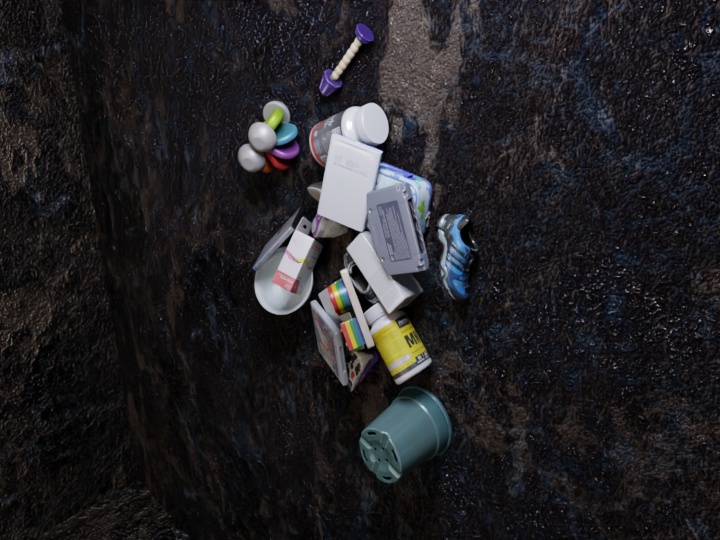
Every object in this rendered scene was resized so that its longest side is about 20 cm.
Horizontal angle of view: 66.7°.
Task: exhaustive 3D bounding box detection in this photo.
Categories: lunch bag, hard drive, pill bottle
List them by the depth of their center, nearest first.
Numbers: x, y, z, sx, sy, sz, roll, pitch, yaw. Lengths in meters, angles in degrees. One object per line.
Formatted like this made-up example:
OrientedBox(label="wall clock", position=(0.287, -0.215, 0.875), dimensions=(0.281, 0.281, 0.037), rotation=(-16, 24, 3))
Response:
OrientedBox(label="hard drive", position=(-0.028, -0.211, 1.326), dimensions=(0.128, 0.025, 0.206), rotation=(22, 121, 12))
OrientedBox(label="lunch bag", position=(0.081, -0.168, 1.336), dimensions=(0.197, 0.081, 0.166), rotation=(26, 123, 37))
OrientedBox(label="pill bottle", position=(-0.029, -0.337, 1.362), dimensions=(0.196, 0.114, 0.120), rotation=(-9, 99, 46))
OrientedBox(label="pill bottle", position=(0.093, 0.180, 1.428), dimensions=(0.114, 0.112, 0.204), rotation=(-39, 77, 45))

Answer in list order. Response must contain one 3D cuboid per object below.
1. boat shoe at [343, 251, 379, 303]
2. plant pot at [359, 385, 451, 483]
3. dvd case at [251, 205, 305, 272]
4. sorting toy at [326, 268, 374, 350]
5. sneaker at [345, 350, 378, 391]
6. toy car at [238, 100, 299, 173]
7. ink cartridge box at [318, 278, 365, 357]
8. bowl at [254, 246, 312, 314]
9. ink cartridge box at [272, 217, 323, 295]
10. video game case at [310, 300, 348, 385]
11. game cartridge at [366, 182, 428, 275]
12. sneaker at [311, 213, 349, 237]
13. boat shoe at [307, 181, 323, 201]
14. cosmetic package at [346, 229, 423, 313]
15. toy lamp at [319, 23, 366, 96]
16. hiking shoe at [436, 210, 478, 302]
OrientedBox(label="boat shoe", position=(0.000, 0.000, 1.450), dimensions=(0.072, 0.071, 0.201), rotation=(-43, 45, 7))
OrientedBox(label="plant pot", position=(0.110, 0.443, 1.449), dimensions=(0.196, 0.193, 0.208), rotation=(19, 119, 39))
OrientedBox(label="dvd case", position=(-0.242, -0.096, 1.623), dimensions=(0.017, 0.144, 0.199), rotation=(38, 118, -16))
OrientedBox(label="sorting toy", position=(-0.030, 0.114, 1.432), dimensions=(0.200, 0.067, 0.205), rotation=(88, 161, -83))
OrientedBox(label="sneaker", position=(0.004, 0.291, 1.594), dimensions=(0.201, 0.081, 0.083), rotation=(123, 133, -57))
OrientedBox(label="toy car", position=(-0.249, -0.364, 1.568), dimensions=(0.147, 0.178, 0.200), rotation=(32, 135, -12))
OrientedBox(label="ink cartridge box", position=(-0.038, 0.134, 1.584), dimensions=(0.103, 0.058, 0.205), rotation=(-31, 82, 48))
OrientedBox(label="bowl", position=(-0.222, 0.038, 1.689), dimensions=(0.193, 0.090, 0.209), rotation=(-4, 78, 17))
OrientedBox(label="ink cartridge box", position=(-0.170, -0.039, 1.575), dimensions=(0.066, 0.116, 0.206), rotation=(24, 88, 12))
OrientedBox(label="video game case", position=(-0.094, 0.213, 1.629), dimensions=(0.200, 0.022, 0.188), rotation=(-137, 35, -55))
OrientedBox(label="game cartridge", position=(0.081, -0.093, 1.280), dimensions=(0.130, 0.040, 0.207), rotation=(-7, 103, 39))
OrientedBox(label="sneaker", position=(-0.063, -0.146, 1.476), dimensions=(0.199, 0.096, 0.078), rotation=(143, 130, -60))
OrientedBox(label="boat shoe", position=(-0.067, -0.213, 1.501), dimensions=(0.197, 0.058, 0.067), rotation=(21, 155, 43))
OrientedBox(label="cosmetic package", position=(0.062, -0.002, 1.395), dimensions=(0.071, 0.100, 0.203), rotation=(-42, 73, 32))
OrientedBox(label="toy lamp", position=(-0.040, -0.514, 1.354), dimensions=(0.199, 0.057, 0.059), rotation=(-41, 76, 43))
OrientedBox(label="hiking shoe", position=(0.227, -0.027, 1.243), dimensions=(0.085, 0.073, 0.208), rotation=(-1, 104, 46))
